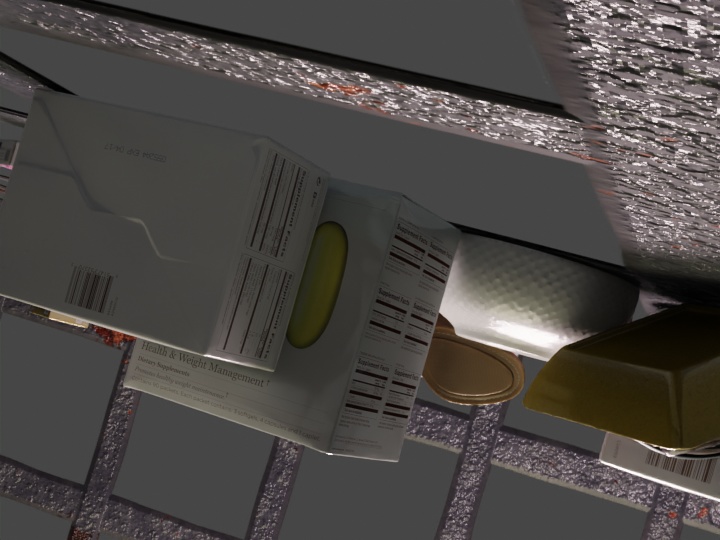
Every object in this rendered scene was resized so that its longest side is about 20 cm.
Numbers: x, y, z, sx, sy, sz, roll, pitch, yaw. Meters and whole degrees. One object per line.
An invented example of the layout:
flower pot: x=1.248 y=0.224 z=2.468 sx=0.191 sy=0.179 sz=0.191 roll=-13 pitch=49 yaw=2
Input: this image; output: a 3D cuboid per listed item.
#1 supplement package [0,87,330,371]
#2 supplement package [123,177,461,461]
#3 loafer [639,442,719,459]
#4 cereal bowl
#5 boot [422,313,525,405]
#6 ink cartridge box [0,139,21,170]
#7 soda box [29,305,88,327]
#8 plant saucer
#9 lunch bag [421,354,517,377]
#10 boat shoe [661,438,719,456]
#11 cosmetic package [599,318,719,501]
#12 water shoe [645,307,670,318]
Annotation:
supplement package: x=-0.149 y=-0.029 z=0.936 sx=0.200 sy=0.156 sz=0.111 roll=14 pitch=176 yaw=25
supplement package: x=-0.051 y=0.029 z=1.032 sx=0.191 sy=0.200 sz=0.147 roll=14 pitch=175 yaw=24
loafer: x=0.273 y=0.123 z=1.172 sx=0.200 sy=0.072 sz=0.063 roll=15 pitch=151 yaw=-12
cereal bowl: x=0.141 y=0.030 z=1.137 sx=0.200 sy=0.083 sz=0.200 roll=16 pitch=177 yaw=1
boot: x=0.096 y=0.063 z=1.281 sx=0.200 sy=0.074 sz=0.155 roll=14 pitch=-157 yaw=28
ink cartridge box: x=-0.334 y=-0.111 z=1.527 sx=0.200 sy=0.037 sz=0.095 roll=16 pitch=177 yaw=-31
soda box: x=-0.411 y=-0.023 z=1.866 sx=0.068 sy=0.200 sz=0.064 roll=19 pitch=175 yaw=-40
plant saucer: x=0.258 y=0.073 z=1.022 sx=0.200 sy=0.049 sz=0.200 roll=-17 pitch=-168 yaw=-26
lunch bag: x=0.095 y=0.071 z=1.595 sx=0.200 sy=0.127 sz=0.170 roll=5 pitch=172 yaw=19
boat shoe: x=0.337 y=0.109 z=1.057 sx=0.200 sy=0.065 sz=0.072 roll=-11 pitch=-170 yaw=2
cosmetic package: x=0.377 y=0.162 z=1.436 sx=0.167 sy=0.167 sz=0.200 roll=16 pitch=176 yaw=18
water shoe: x=0.321 y=0.076 z=1.257 sx=0.072 sy=0.079 sz=0.200 roll=61 pitch=175 yaw=23
